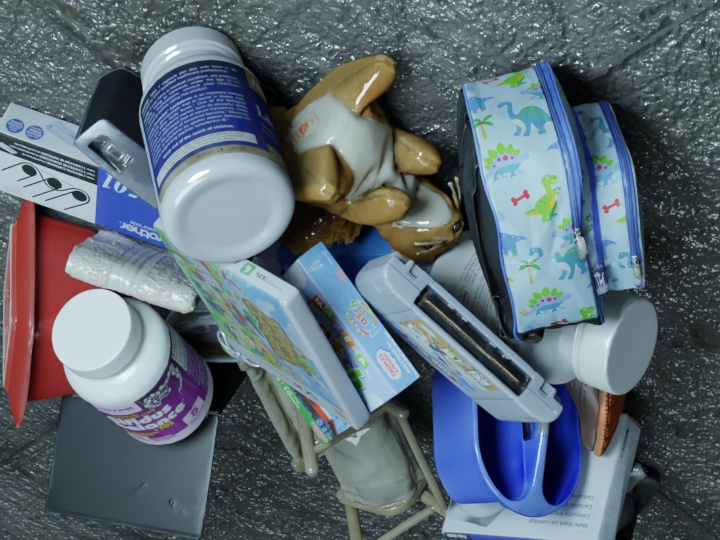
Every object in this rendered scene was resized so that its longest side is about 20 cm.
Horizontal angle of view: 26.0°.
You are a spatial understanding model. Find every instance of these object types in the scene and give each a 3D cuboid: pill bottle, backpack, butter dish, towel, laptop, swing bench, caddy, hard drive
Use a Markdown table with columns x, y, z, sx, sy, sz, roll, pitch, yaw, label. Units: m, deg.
| x | y | z | sx | sy | sz | roll | pitch | yaw | label |
| --- | --- | --- | --- | --- | --- | --- | --- | --- | --- |
| 0.167 | 0.040 | 1.433 | 0.199 | 0.115 | 0.115 | 20 | 148 | 37 | pill bottle |
| 0.158 | -0.070 | 1.315 | 0.145 | 0.184 | 0.201 | -15 | 130 | 5 | backpack |
| -0.303 | 0.042 | 1.658 | 0.146 | 0.202 | 0.200 | 2 | 144 | -16 | butter dish |
| -0.209 | -0.003 | 1.556 | 0.131 | 0.200 | 0.035 | 17 | 99 | 1 | towel |
| -0.228 | 0.175 | 1.716 | 0.185 | 0.200 | 0.117 | 7 | 119 | 15 | laptop |
| -0.131 | -0.114 | 1.347 | 0.114 | 0.201 | 0.117 | -10 | 137 | -10 | pill bottle |
| -0.229 | 0.094 | 1.553 | 0.111 | 0.114 | 0.200 | 4 | 158 | 18 | pill bottle |
| -0.016 | 0.181 | 1.689 | 0.129 | 0.200 | 0.200 | -30 | 134 | -7 | swing bench |
| 0.153 | 0.148 | 1.554 | 0.140 | 0.203 | 0.105 | 11 | 158 | -33 | caddy |
| -0.167 | -0.101 | 1.452 | 0.199 | 0.136 | 0.042 | 37 | 119 | -20 | hard drive |

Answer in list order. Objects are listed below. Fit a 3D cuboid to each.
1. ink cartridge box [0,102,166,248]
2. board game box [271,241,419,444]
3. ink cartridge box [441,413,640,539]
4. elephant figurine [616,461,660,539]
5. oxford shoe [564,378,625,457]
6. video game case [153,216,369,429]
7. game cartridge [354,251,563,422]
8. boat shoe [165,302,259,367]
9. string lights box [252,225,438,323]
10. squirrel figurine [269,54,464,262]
| x | y | z | sx | sy | sz | roll | pitch | yaw | label |
| --- | --- | --- | --- | --- | --- | --- | --- | --- | --- |
| -0.267 | -0.093 | 1.566 | 0.198 | 0.045 | 0.094 | 19 | 143 | 1 | ink cartridge box |
| -0.035 | 0.074 | 1.475 | 0.152 | 0.036 | 0.200 | 53 | 151 | 4 | board game box |
| 0.180 | 0.244 | 1.620 | 0.198 | 0.202 | 0.041 | -5 | 148 | 40 | ink cartridge box |
| 0.266 | 0.266 | 1.713 | 0.142 | 0.155 | 0.200 | -46 | 130 | 4 | elephant figurine |
| 0.222 | 0.090 | 1.536 | 0.072 | 0.071 | 0.202 | 7 | 117 | 25 | oxford shoe |
| -0.088 | 0.047 | 1.411 | 0.181 | 0.022 | 0.201 | 29 | 158 | 37 | video game case |
| 0.082 | 0.064 | 1.380 | 0.200 | 0.042 | 0.133 | 41 | 164 | -7 | game cartridge |
| -0.145 | 0.072 | 1.649 | 0.201 | 0.065 | 0.075 | 5 | 137 | 46 | boat shoe |
| 0.000 | 0.000 | 1.549 | 0.198 | 0.059 | 0.103 | -1 | 137 | 24 | string lights box |
| -0.001 | -0.078 | 1.428 | 0.199 | 0.143 | 0.186 | -4 | 148 | 47 | squirrel figurine |
